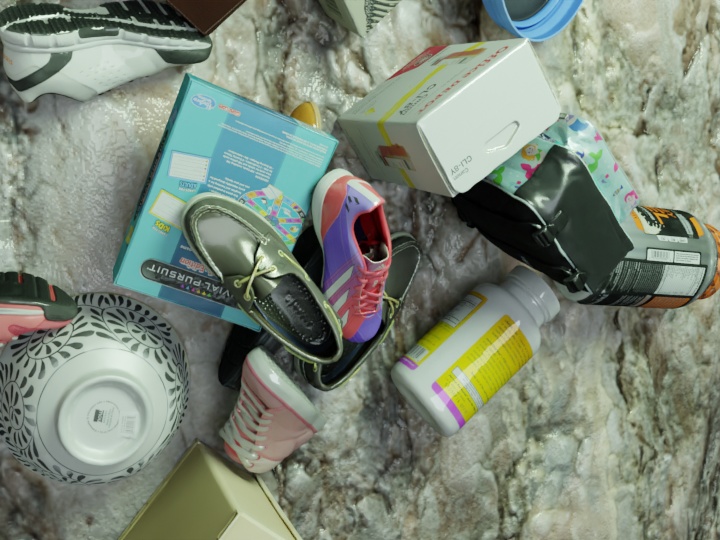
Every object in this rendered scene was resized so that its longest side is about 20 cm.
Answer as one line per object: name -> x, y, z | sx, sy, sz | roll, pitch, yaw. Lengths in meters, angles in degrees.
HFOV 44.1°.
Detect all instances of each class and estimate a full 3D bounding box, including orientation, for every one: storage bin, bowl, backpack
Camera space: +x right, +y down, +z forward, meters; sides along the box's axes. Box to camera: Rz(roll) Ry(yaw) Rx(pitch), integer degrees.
storage bin -> -0.167, 0.299, 0.879 | 0.093, 0.200, 0.200 | 40, 84, -24
bowl -> -0.254, 0.132, 0.866 | 0.197, 0.094, 0.204 | -5, 103, -22
bowl -> 0.194, -0.353, 0.954 | 0.199, 0.039, 0.204 | -26, 129, -38
backpack -> 0.186, -0.084, 0.957 | 0.151, 0.199, 0.178 | -51, 124, -10

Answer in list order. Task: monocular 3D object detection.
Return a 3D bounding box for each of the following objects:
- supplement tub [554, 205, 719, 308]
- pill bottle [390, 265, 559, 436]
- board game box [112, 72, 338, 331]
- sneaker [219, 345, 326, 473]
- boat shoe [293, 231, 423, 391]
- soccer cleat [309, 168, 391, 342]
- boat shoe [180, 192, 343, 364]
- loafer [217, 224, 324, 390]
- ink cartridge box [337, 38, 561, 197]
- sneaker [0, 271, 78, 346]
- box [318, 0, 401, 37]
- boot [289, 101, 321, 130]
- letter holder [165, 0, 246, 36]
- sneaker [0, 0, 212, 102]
supplement tub -> 0.341, -0.017, 1.082 | 0.197, 0.122, 0.125 | 4, 99, -25
pill bottle -> 0.136, 0.087, 1.023 | 0.200, 0.104, 0.105 | -42, 114, -10
board game box -> -0.129, -0.061, 0.841 | 0.149, 0.047, 0.202 | 20, 102, -22
sneaker -> -0.100, 0.152, 0.904 | 0.104, 0.076, 0.201 | -38, 157, -8
boat shoe -> 0.009, 0.047, 0.981 | 0.072, 0.060, 0.202 | 41, 83, -28
soccer cleat -> 0.000, 0.000, 0.869 | 0.068, 0.073, 0.202 | -32, 132, -30
boat shoe -> -0.085, 0.010, 0.820 | 0.072, 0.060, 0.202 | -42, 115, 1
loafer -> -0.073, 0.049, 0.943 | 0.072, 0.073, 0.201 | 40, 85, -29
ink cartridge box -> 0.084, -0.158, 0.896 | 0.145, 0.200, 0.084 | -38, 113, -12
sneaker -> -0.364, 0.054, 0.824 | 0.197, 0.074, 0.088 | -1, 111, -16
box -> 0.038, -0.338, 0.894 | 0.200, 0.068, 0.082 | -45, 145, -5
boot -> -0.128, -0.087, 0.890 | 0.142, 0.071, 0.204 | 13, 99, -26
letter holder -> -0.157, -0.333, 0.772 | 0.199, 0.141, 0.102 | 39, 54, -25
sneaker -> -0.235, -0.203, 0.830 | 0.197, 0.074, 0.081 | -8, 133, -27
